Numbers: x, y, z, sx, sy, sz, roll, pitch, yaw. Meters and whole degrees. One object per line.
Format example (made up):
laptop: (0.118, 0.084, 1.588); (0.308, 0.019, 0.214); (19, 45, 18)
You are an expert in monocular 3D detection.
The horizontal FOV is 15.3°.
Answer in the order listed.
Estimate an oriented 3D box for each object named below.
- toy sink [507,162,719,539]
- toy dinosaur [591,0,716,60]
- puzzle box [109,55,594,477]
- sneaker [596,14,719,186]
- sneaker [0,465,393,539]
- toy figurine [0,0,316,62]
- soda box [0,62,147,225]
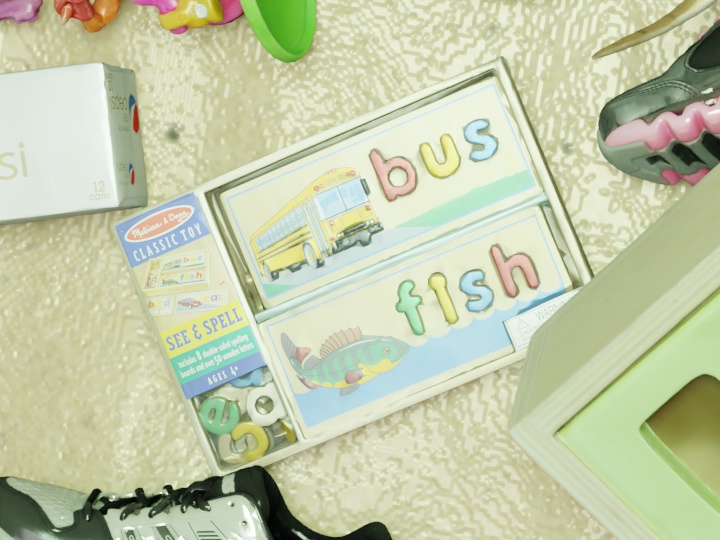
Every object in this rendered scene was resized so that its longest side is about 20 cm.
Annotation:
toy sink: (0.179, 0.031, 1.124); (0.130, 0.112, 0.200); (44, 113, -9)
toy dinosaur: (0.178, -0.174, 1.162); (0.106, 0.060, 0.201); (11, 85, 23)
puzzle box: (0.000, 0.000, 1.227); (0.199, 0.025, 0.134); (-23, 88, 8)
sneaker: (0.192, -0.108, 1.184); (0.199, 0.079, 0.096); (-23, 66, 7)
sneaker: (-0.077, 0.119, 1.213); (0.199, 0.076, 0.088); (19, 107, -3)
toy figurine: (-0.136, -0.169, 1.210); (0.183, 0.150, 0.201); (-11, 115, 21)
soda box: (-0.203, -0.050, 1.234); (0.199, 0.064, 0.068); (-7, 91, 8)
